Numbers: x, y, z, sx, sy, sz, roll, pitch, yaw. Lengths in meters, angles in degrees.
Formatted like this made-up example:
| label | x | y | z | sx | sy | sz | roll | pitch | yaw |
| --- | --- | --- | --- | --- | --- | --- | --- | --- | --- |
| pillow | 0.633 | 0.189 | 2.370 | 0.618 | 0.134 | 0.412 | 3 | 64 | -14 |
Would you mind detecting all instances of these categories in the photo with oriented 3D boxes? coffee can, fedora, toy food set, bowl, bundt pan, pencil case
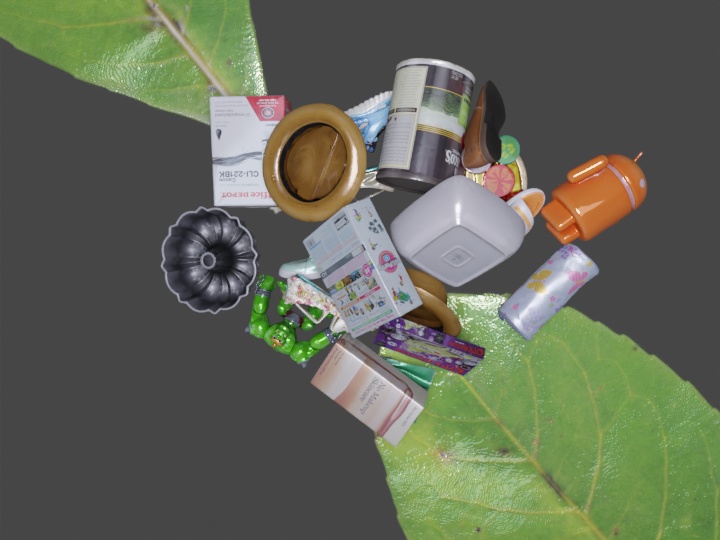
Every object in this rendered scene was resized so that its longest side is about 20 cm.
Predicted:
| label | x | y | z | sx | sy | sz | roll | pitch | yaw |
| --- | --- | --- | --- | --- | --- | --- | --- | --- | --- |
| coffee can | 0.114 | -0.248 | 0.994 | 0.144 | 0.146 | 0.204 | 10 | 91 | 2 |
| fedora | 0.108 | 0.059 | 1.067 | 0.198 | 0.201 | 0.083 | 22 | 61 | 0 |
| toy food set | 0.221 | -0.166 | 1.074 | 0.196 | 0.049 | 0.202 | -10 | 96 | 4 |
| bowl | 0.170 | -0.050 | 0.984 | 0.198 | 0.076 | 0.199 | 28 | 137 | -28 |
| fedora | -0.075 | -0.189 | 0.997 | 0.197 | 0.082 | 0.204 | 2 | 99 | 13 |
| bundt pan | -0.280 | -0.022 | 1.093 | 0.198 | 0.076 | 0.206 | 1 | 94 | 12 |
| pencil case | 0.359 | 0.042 | 1.072 | 0.200 | 0.083 | 0.090 | -47 | 127 | 7 |

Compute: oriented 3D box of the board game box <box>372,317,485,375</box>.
| label | x | y | z | sx | sy | sz | roll | pitch | yaw |
| --- | --- | --- | --- | --- | --- | --- | --- | --- | --- |
| board game box | 0.128 | 0.145 | 1.082 | 0.197 | 0.120 | 0.033 | 19 | 68 | 0 |

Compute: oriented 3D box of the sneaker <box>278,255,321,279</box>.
| label | x | y | z | sx | sy | sz | roll | pitch | yaw |
| --- | --- | --- | --- | --- | --- | --- | --- | --- | --- |
| sneaker | -0.069 | -0.052 | 1.088 | 0.197 | 0.074 | 0.120 | -11 | 102 | -5 |

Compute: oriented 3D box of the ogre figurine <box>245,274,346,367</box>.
| label | x | y | z | sx | sy | sz | roll | pitch | yaw |
| --- | --- | --- | --- | --- | --- | --- | --- | --- | --- |
| ogre figurine | -0.136 | 0.106 | 1.105 | 0.199 | 0.098 | 0.121 | 34 | 79 | -17 |

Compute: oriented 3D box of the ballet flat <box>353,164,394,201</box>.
| label | x | y | z | sx | sy | sz | roll | pitch | yaw |
| --- | --- | --- | --- | --- | --- | --- | --- | --- | --- |
| ballet flat | -0.028 | -0.160 | 1.080 | 0.196 | 0.068 | 0.063 | -9 | 107 | 4 |

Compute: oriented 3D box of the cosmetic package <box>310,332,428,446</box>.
| label | x | y | z | sx | sy | sz | roll | pitch | yaw |
| --- | --- | --- | --- | --- | --- | --- | --- | --- | --- |
| cosmetic package | 0.018 | 0.221 | 1.059 | 0.199 | 0.087 | 0.104 | 34 | 103 | 6 |

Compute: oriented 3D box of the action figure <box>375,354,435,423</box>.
| label | x | y | z | sx | sy | sz | roll | pitch | yaw |
| --- | --- | --- | --- | --- | --- | --- | --- | --- | --- |
| action figure | 0.040 | 0.210 | 1.125 | 0.197 | 0.055 | 0.120 | 22 | 99 | 7 |

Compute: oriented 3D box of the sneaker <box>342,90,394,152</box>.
| label | x | y | z | sx | sy | sz | roll | pitch | yaw |
| --- | --- | --- | --- | --- | --- | --- | --- | --- | --- |
| sneaker | -0.007 | -0.260 | 1.061 | 0.198 | 0.078 | 0.091 | -25 | 98 | 6 |

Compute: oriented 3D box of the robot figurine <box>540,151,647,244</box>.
| label | x | y | z | sx | sy | sz | roll | pitch | yaw |
| --- | --- | --- | --- | --- | --- | --- | --- | --- | --- |
| robot figurine | 0.435 | -0.135 | 1.032 | 0.199 | 0.117 | 0.145 | -34 | 94 | 6 |

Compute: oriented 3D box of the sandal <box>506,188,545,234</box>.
| label | x | y | z | sx | sy | sz | roll | pitch | yaw |
| --- | --- | --- | --- | --- | --- | --- | --- | --- | --- |
| sandal | 0.266 | -0.067 | 1.051 | 0.206 | 0.060 | 0.079 | -37 | 137 | 13 |

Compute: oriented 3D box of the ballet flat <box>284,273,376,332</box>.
| label | x | y | z | sx | sy | sz | roll | pitch | yaw |
| --- | --- | --- | --- | --- | --- | --- | --- | --- | --- |
| ballet flat | -0.058 | 0.077 | 1.057 | 0.198 | 0.076 | 0.065 | 30 | 83 | -12 |

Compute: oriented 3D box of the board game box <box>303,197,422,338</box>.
| label | x | y | z | sx | sy | sz | roll | pitch | yaw |
| --- | --- | --- | --- | --- | --- | --- | --- | --- | --- |
| board game box | 0.000 | 0.000 | 0.976 | 0.147 | 0.064 | 0.202 | -31 | 85 | 50 |

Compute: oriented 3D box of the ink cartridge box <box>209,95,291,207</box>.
| label | x | y | z | sx | sy | sz | roll | pitch | yaw |
| --- | --- | --- | --- | --- | --- | --- | --- | --- | --- |
| ink cartridge box | -0.204 | -0.222 | 1.070 | 0.142 | 0.084 | 0.204 | -1 | 97 | 2 |

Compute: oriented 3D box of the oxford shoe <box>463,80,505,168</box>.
| label | x | y | z | sx | sy | sz | roll | pitch | yaw |
| --- | --- | --- | --- | --- | --- | --- | --- | --- | --- |
| oxford shoe | 0.218 | -0.269 | 1.022 | 0.071 | 0.202 | 0.071 | -19 | 133 | 43 |
